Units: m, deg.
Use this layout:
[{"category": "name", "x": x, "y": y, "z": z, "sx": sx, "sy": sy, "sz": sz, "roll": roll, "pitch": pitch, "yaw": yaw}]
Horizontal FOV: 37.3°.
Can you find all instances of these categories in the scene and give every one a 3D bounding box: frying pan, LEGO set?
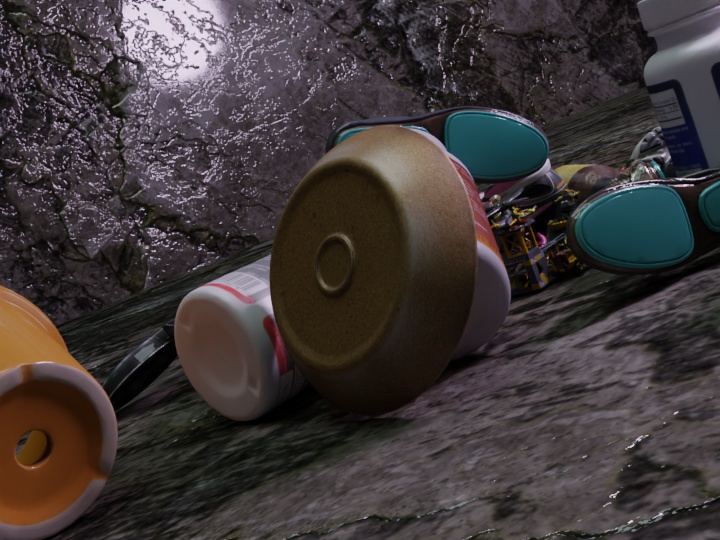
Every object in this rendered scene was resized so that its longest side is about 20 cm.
[{"category": "frying pan", "x": -0.212, "y": 0.083, "z": 1.077, "sx": 0.115, "sy": 0.031, "sz": 0.190, "roll": -40, "pitch": -9, "yaw": -39}, {"category": "LEGO set", "x": 0.112, "y": -0.040, "z": 0.990, "sx": 0.154, "sy": 0.116, "sz": 0.200, "roll": -27, "pitch": 10, "yaw": -41}]

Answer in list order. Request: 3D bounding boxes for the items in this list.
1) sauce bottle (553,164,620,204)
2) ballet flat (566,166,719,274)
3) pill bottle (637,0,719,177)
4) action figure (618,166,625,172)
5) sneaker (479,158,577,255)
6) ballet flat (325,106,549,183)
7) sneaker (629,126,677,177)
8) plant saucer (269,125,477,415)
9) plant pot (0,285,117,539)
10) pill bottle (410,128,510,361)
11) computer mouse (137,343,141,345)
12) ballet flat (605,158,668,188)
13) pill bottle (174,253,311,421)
[{"category": "sauce bottle", "x": 0.247, "y": -0.082, "z": 1.144, "sx": 0.065, "sy": 0.065, "sz": 0.200, "roll": -21, "pitch": 6, "yaw": -3}, {"category": "ballet flat", "x": 0.237, "y": -0.037, "z": 0.797, "sx": 0.200, "sy": 0.068, "sz": 0.068, "roll": -12, "pitch": -4, "yaw": -14}, {"category": "pill bottle", "x": 0.320, "y": -0.158, "z": 0.945, "sx": 0.120, "sy": 0.200, "sz": 0.120, "roll": -20, "pitch": 7, "yaw": 3}, {"category": "action figure", "x": 0.356, "y": -0.123, "z": 1.219, "sx": 0.200, "sy": 0.052, "sz": 0.065, "roll": -20, "pitch": 10, "yaw": 28}, {"category": "sneaker", "x": 0.146, "y": -0.041, "z": 1.109, "sx": 0.080, "sy": 0.086, "sz": 0.200, "roll": -46, "pitch": 0, "yaw": -36}, {"category": "ballet flat", "x": 0.066, "y": -0.111, "z": 0.956, "sx": 0.200, "sy": 0.073, "sz": 0.073, "roll": -2, "pitch": 4, "yaw": -10}, {"category": "sneaker", "x": 0.363, "y": -0.125, "z": 1.059, "sx": 0.200, "sy": 0.078, "sz": 0.080, "roll": -9, "pitch": -13, "yaw": -1}, {"category": "plant saucer", "x": -0.006, "y": -0.003, "z": 0.726, "sx": 0.035, "sy": 0.200, "sz": 0.200, "roll": 8, "pitch": -14, "yaw": -41}, {"category": "plant pot", "x": -0.277, "y": 0.111, "z": 0.775, "sx": 0.200, "sy": 0.200, "sz": 0.183, "roll": -26, "pitch": 25, "yaw": -37}, {"category": "pill bottle", "x": 0.045, "y": -0.029, "z": 0.835, "sx": 0.112, "sy": 0.112, "sz": 0.200, "roll": -20, "pitch": 34, "yaw": 8}, {"category": "computer mouse", "x": -0.135, "y": 0.074, "z": 1.193, "sx": 0.200, "sy": 0.046, "sz": 0.140, "roll": -17, "pitch": -4, "yaw": 29}, {"category": "ballet flat", "x": 0.236, "y": -0.061, "z": 0.936, "sx": 0.075, "sy": 0.068, "sz": 0.200, "roll": -27, "pitch": -6, "yaw": 18}, {"category": "pill bottle", "x": -0.046, "y": 0.035, "z": 0.900, "sx": 0.114, "sy": 0.114, "sz": 0.200, "roll": -14, "pitch": 10, "yaw": 47}]
